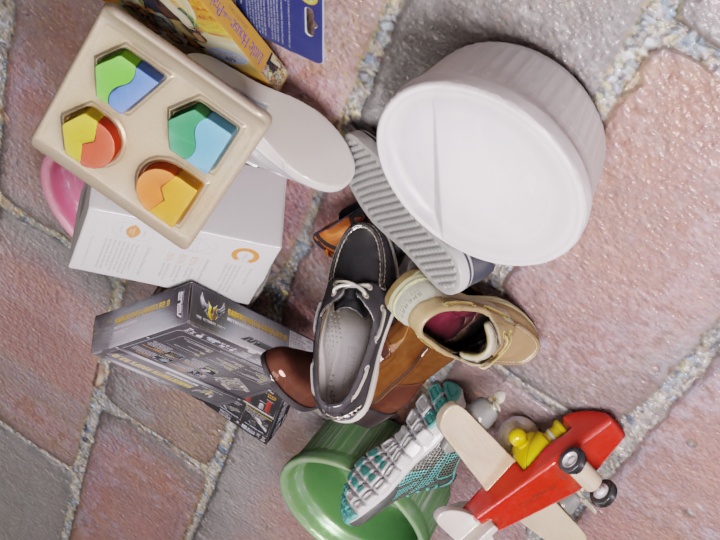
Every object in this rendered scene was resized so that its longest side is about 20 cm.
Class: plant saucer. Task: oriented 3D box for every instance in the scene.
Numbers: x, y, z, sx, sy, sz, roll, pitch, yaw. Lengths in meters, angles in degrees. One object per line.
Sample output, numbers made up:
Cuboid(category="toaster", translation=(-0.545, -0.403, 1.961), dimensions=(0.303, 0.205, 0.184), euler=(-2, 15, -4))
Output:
Cuboid(category="plant saucer", translation=(-0.271, -0.076, 1.738), dimensions=(0.200, 0.051, 0.201), euler=(24, 143, 19))

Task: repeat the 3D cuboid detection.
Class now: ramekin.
Cuboid(category="ramekin", translation=(0.011, 0.262, 1.833), dimensions=(0.199, 0.098, 0.200), euler=(23, 142, 19))
Cuboid(category="ramekin", translation=(0.121, -0.109, 1.331), dimensions=(0.202, 0.094, 0.203), euler=(22, 142, 19))

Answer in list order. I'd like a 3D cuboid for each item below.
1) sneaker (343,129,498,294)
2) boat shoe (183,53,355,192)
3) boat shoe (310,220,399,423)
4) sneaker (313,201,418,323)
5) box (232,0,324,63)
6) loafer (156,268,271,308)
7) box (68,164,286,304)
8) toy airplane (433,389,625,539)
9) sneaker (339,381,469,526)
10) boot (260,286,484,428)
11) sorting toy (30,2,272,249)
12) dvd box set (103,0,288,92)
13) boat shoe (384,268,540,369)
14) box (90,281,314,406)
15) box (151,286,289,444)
Cuboid(category="sneaker", translation=(0.062, -0.064, 1.457), dimensions=(0.200, 0.079, 0.079), euler=(51, 147, 24))
Cuboid(category="boat shoe", translation=(-0.101, -0.131, 1.459), dimensions=(0.199, 0.072, 0.069), euler=(25, 154, -13))
Cuboid(category="boat shoe", translation=(-0.010, 0.044, 1.462), dimensions=(0.074, 0.201, 0.060), euler=(9, 168, 14))
Cuboid(category="sneaker", translation=(0.000, 0.000, 1.584), dimensions=(0.112, 0.078, 0.200), euler=(36, 134, 9))
Cuboid(category="box", translation=(-0.112, -0.270, 1.384), dimensions=(0.199, 0.032, 0.121), euler=(29, 155, 13))
Cuboid(category="loafer", translation=(-0.181, 0.029, 1.721), dimensions=(0.200, 0.070, 0.070), euler=(-36, 132, 30))
Cuboid(category="box", translation=(-0.190, -0.052, 1.586), dimensions=(0.199, 0.098, 0.124), euler=(13, 147, -15))
Cuboid(category="toy airplane", translation=(0.165, 0.218, 1.618), dimensions=(0.198, 0.141, 0.201), euler=(3, 127, -7))
Cuboid(category="sneaker", translation=(0.064, 0.221, 1.694), dimensions=(0.091, 0.200, 0.078), euler=(40, -170, -27))
Cuboid(category="boot", translation=(0.022, 0.075, 1.529), dimensions=(0.188, 0.069, 0.200), euler=(29, 124, -35))
Cuboid(category="sorting toy", translation=(-0.201, -0.127, 1.423), dimensions=(0.185, 0.037, 0.200), euler=(35, 129, -5))
Cuboid(category="dvd box set", translation=(-0.169, -0.237, 1.420), dimensions=(0.146, 0.029, 0.200), euler=(17, 164, 28))
Cuboid(category="boat shoe", translation=(0.108, 0.062, 1.481), dimensions=(0.200, 0.066, 0.074), euler=(20, 115, -39))
Cuboid(category="box", translation=(-0.171, 0.085, 1.688), dimensions=(0.158, 0.049, 0.200), euler=(-18, 147, 38))
Cuboid(category="box", translation=(-0.172, 0.108, 1.858), dimensions=(0.200, 0.050, 0.158), euler=(32, 144, 8))
